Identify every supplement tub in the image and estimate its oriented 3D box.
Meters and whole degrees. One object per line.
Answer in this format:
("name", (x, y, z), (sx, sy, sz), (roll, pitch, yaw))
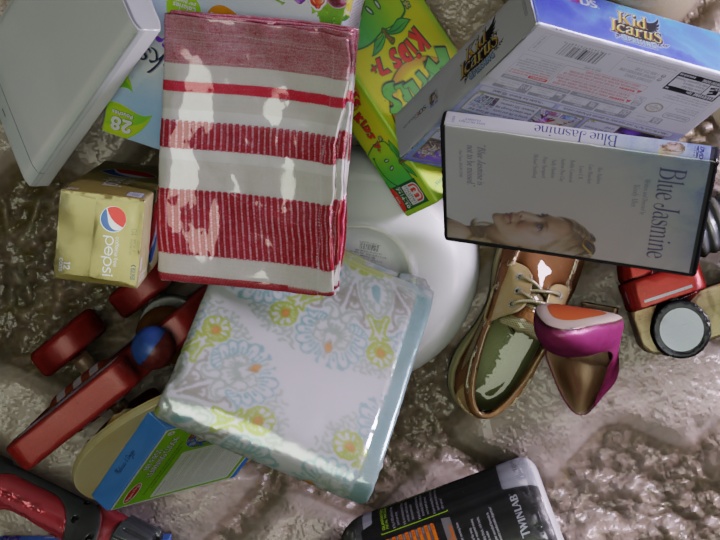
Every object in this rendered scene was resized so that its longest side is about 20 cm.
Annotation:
("supplement tub", (0.069, 0.242, 1.313), (0.200, 0.123, 0.123), (-20, 98, 5))

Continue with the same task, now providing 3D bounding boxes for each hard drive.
("hard drive", (-0.228, -0.175, 1.219), (0.200, 0.027, 0.132), (-44, 62, 41))

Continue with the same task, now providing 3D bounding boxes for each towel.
("towel", (-0.078, -0.084, 1.156), (0.144, 0.023, 0.200), (6, 101, 11))
("towel", (-0.044, 0.062, 1.203), (0.171, 0.200, 0.048), (22, 144, -3))

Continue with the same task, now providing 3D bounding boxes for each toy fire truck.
("toy fire truck", (0.284, -0.044, 1.272), (0.176, 0.129, 0.200), (-18, 87, 5))
("toy fire truck", (-0.183, 0.076, 1.268), (0.200, 0.168, 0.112), (-37, 97, 7))

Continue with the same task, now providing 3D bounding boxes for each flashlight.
("flashlight", (-0.265, 0.204, 1.315), (0.200, 0.068, 0.068), (23, 74, 9))

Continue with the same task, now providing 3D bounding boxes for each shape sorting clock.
("shape sorting clock", (-0.136, 0.132, 1.276), (0.200, 0.200, 0.039), (-31, 68, 6))

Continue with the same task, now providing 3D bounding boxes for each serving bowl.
("serving bowl", (0.000, 0.000, 1.304), (0.200, 0.066, 0.200), (0, 98, 1))

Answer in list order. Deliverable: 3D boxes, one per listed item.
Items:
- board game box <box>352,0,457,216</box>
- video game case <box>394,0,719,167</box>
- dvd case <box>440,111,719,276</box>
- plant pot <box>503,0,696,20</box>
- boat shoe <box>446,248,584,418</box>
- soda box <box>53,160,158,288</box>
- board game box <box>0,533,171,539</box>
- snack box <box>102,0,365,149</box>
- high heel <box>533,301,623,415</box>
("board game box", (0.026, -0.156, 1.261), (0.102, 0.048, 0.200), (-39, 98, -33))
("video game case", (0.156, -0.129, 1.195), (0.200, 0.181, 0.046), (10, 57, -30))
("dvd case", (0.159, -0.055, 1.186), (0.200, 0.143, 0.018), (8, 55, 10))
("plant pot", (0.194, -0.258, 1.187), (0.187, 0.200, 0.188), (0, 97, 0))
("boat shoe", (0.136, 0.034, 1.298), (0.076, 0.074, 0.200), (20, 100, -9))
("soda box", (-0.186, -0.039, 1.233), (0.064, 0.200, 0.068), (7, 100, 0))
("board game box", (-0.236, 0.330, 1.373), (0.152, 0.045, 0.200), (-2, 100, 1))
("snack box", (-0.090, -0.178, 1.191), (0.168, 0.068, 0.200), (17, 113, 10))
("high heel", (0.172, 0.076, 1.247), (0.067, 0.200, 0.096), (11, 93, 21))
